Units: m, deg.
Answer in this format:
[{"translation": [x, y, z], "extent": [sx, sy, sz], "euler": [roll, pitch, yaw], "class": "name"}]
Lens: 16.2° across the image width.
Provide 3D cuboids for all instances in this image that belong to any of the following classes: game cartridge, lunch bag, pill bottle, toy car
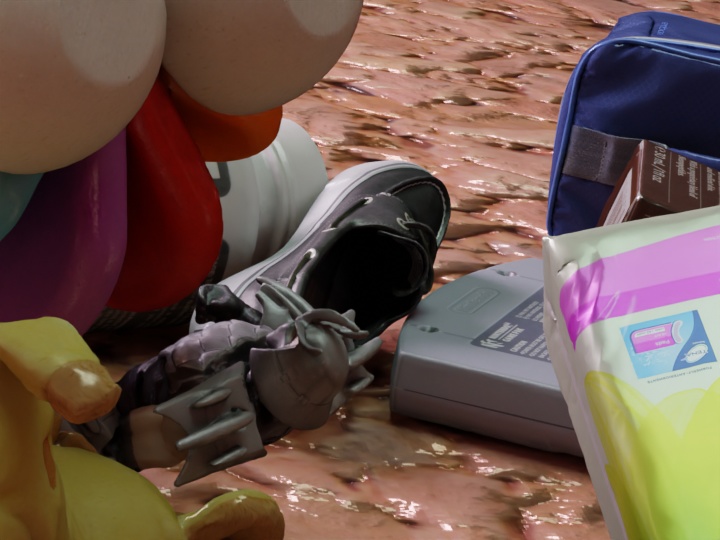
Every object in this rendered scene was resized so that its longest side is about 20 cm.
[{"translation": [0.091, 0.038, 1.165], "extent": [0.133, 0.041, 0.200], "euler": [17, 18, 17], "class": "game cartridge"}, {"translation": [0.202, -0.052, 1.349], "extent": [0.199, 0.136, 0.132], "euler": [12, 17, 11], "class": "lunch bag"}, {"translation": [-0.116, -0.027, 1.152], "extent": [0.199, 0.111, 0.111], "euler": [-4, 19, -36], "class": "pill bottle"}, {"translation": [-0.103, -0.048, 0.759], "extent": [0.175, 0.151, 0.200], "euler": [4, 16, 38], "class": "toy car"}]

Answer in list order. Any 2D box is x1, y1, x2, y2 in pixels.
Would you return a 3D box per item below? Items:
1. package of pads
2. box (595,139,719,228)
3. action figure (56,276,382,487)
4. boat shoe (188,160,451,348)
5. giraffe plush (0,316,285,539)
[{"translation": [0.159, 0.061, 0.869], "extent": [0.154, 0.068, 0.200], "euler": [-10, 48, -5], "class": "package of pads"}, {"translation": [0.200, 0.021, 1.125], "extent": [0.199, 0.075, 0.100], "euler": [24, 19, -1], "class": "box"}, {"translation": [-0.078, 0.044, 0.834], "extent": [0.200, 0.070, 0.130], "euler": [-19, -7, 36], "class": "action figure"}, {"translation": [0.000, 0.000, 1.133], "extent": [0.066, 0.070, 0.200], "euler": [-6, 15, 33], "class": "boat shoe"}, {"translation": [-0.112, 0.093, 0.698], "extent": [0.172, 0.201, 0.162], "euler": [15, -12, 28], "class": "giraffe plush"}]
